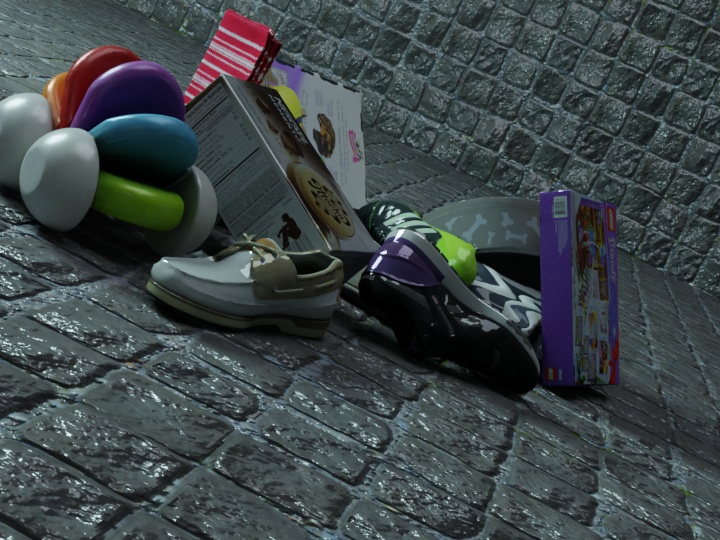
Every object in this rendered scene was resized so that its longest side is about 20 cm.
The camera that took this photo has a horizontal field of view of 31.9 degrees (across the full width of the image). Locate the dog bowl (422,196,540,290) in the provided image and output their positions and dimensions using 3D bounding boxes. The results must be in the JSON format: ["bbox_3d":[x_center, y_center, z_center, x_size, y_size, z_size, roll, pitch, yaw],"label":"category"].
[{"bbox_3d":[0.158,-0.014,1.444,0.197,0.059,0.200,3,-23,1],"label":"dog bowl"}]

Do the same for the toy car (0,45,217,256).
[{"bbox_3d":[-0.209,-0.111,1.073,0.174,0.151,0.200,16,14,-43],"label":"toy car"}]

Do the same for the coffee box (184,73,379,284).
[{"bbox_3d":[-0.081,-0.076,1.180,0.201,0.080,0.113,58,21,15],"label":"coffee box"}]

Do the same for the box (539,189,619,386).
[{"bbox_3d":[0.235,0.023,1.349,0.039,0.203,0.136,-3,-6,32],"label":"box"}]

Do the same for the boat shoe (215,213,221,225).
[{"bbox_3d":[-0.165,-0.083,1.266,0.059,0.073,0.200,18,8,-26],"label":"boat shoe"}]

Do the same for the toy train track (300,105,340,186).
[{"bbox_3d":[-0.039,-0.108,1.453,0.114,0.032,0.202,0,65,-65],"label":"toy train track"}]

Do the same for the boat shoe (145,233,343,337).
[{"bbox_3d":[-0.089,0.005,1.015,0.074,0.069,0.199,32,13,34],"label":"boat shoe"}]

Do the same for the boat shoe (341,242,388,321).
[{"bbox_3d":[0.000,0.000,1.284,0.199,0.067,0.057,37,-4,27],"label":"boat shoe"}]

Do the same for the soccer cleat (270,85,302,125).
[{"bbox_3d":[-0.106,-0.137,1.372,0.064,0.084,0.201,23,53,0],"label":"soccer cleat"}]

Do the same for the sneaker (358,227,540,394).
[{"bbox_3d":[0.077,0.060,1.176,0.200,0.088,0.076,43,-32,-8],"label":"sneaker"}]

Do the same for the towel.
[{"bbox_3d":[-0.169,-0.199,1.446,0.022,0.201,0.145,25,8,-35],"label":"towel"}]

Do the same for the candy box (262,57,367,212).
[{"bbox_3d":[-0.084,-0.156,1.528,0.071,0.170,0.199,-18,-22,40],"label":"candy box"}]

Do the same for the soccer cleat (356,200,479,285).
[{"bbox_3d":[0.042,-0.026,1.351,0.080,0.068,0.199,-20,29,-32],"label":"soccer cleat"}]

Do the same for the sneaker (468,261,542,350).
[{"bbox_3d":[0.150,0.032,1.398,0.129,0.080,0.199,37,23,14],"label":"sneaker"}]
